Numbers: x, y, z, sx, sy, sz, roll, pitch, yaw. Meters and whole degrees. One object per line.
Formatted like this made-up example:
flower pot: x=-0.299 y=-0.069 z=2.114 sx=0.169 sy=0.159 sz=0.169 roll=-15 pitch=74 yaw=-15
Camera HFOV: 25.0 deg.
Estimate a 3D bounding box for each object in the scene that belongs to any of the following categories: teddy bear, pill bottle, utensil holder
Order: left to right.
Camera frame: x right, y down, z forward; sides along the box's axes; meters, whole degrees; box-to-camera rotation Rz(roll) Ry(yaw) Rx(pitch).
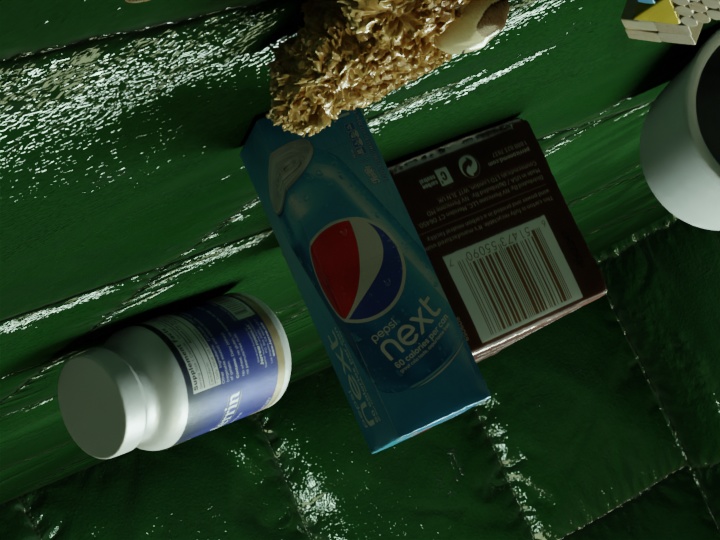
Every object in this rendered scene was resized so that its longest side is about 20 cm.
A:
pill bottle: x=-0.168 y=0.096 z=1.475 sx=0.199 sy=0.116 sz=0.116 roll=-18 pitch=171 yaw=-45
teddy bear: x=0.020 y=-0.110 z=0.744 sx=0.144 sy=0.067 sz=0.200 roll=-24 pitch=174 yaw=-35
utensil holder: x=0.347 y=-0.125 z=1.452 sx=0.169 sy=0.171 sz=0.200 roll=-24 pitch=175 yaw=-7

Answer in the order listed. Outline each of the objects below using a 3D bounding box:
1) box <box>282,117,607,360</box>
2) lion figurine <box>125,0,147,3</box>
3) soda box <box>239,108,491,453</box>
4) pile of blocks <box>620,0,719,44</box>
box: x=0.066 y=0.000 z=1.373 sx=0.165 sy=0.165 sz=0.200 roll=-22 pitch=173 yaw=-30
lion figurine: x=0.003 y=-0.139 z=0.504 sx=0.199 sy=0.073 sz=0.122 roll=-13 pitch=-169 yaw=17
soda box: x=0.000 y=0.000 z=0.952 sx=0.064 sy=0.201 sz=0.068 roll=-23 pitch=173 yaw=-17
pile of blocks: x=0.209 y=-0.191 z=0.936 sx=0.200 sy=0.082 sz=0.062 roll=-18 pitch=-133 yaw=65
